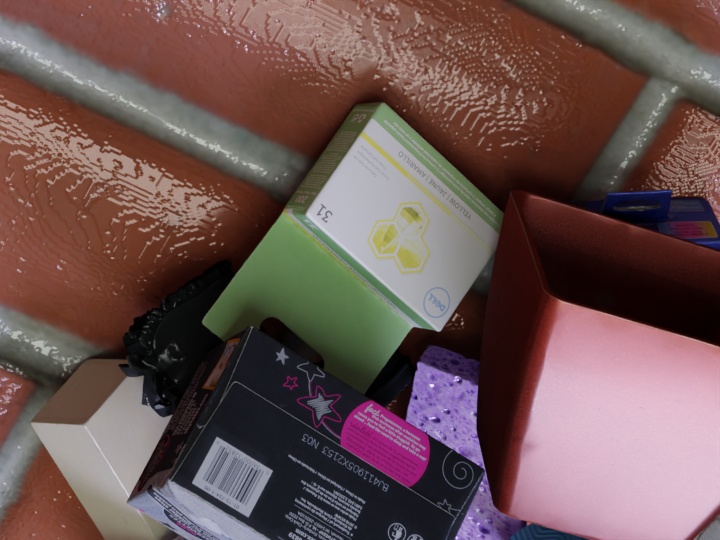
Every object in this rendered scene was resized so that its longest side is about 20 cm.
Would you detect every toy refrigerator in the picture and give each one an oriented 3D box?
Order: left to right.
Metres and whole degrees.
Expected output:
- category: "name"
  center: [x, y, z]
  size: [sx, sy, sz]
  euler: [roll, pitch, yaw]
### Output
- category: "toy refrigerator"
  center: [-0.165, 0.167, 1.719]
  size: [0.070, 0.076, 0.200]
  euler: [-1, 128, 42]

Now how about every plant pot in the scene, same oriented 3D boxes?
- category: "plant pot"
  center: [0.178, 0.082, 1.564]
  size: [0.199, 0.200, 0.177]
  euler: [16, 110, -10]

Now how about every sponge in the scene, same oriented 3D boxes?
- category: "sponge"
  center: [0.081, 0.158, 1.736]
  size: [0.111, 0.030, 0.200]
  euler: [22, 128, 14]

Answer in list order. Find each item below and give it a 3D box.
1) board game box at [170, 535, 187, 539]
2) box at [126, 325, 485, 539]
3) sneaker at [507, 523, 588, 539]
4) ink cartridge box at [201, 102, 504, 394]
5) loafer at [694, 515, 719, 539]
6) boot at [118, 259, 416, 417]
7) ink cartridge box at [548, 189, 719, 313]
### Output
- category: "board game box"
  center: [-0.083, 0.275, 1.714]
  size: [0.199, 0.043, 0.200]
  euler: [-28, 122, -8]
- category: "box"
  center: [-0.040, 0.153, 1.573]
  size: [0.200, 0.115, 0.132]
  euler: [32, 68, -11]
- category: "sneaker"
  center: [0.159, 0.226, 1.739]
  size: [0.076, 0.200, 0.081]
  euler: [30, 130, 21]
- category: "ink cartridge box"
  center: [0.000, 0.000, 1.624]
  size: [0.145, 0.048, 0.200]
  euler: [41, 74, -24]
- category: "loafer"
  center: [0.300, 0.244, 1.839]
  size: [0.200, 0.072, 0.063]
  euler: [-47, 157, 18]
- category: "boot"
  center: [-0.071, 0.066, 1.677]
  size: [0.198, 0.073, 0.163]
  euler: [-36, 93, -27]
- category: "ink cartridge box"
  center: [0.199, 0.022, 1.695]
  size: [0.136, 0.076, 0.200]
  euler: [-3, 117, -5]
